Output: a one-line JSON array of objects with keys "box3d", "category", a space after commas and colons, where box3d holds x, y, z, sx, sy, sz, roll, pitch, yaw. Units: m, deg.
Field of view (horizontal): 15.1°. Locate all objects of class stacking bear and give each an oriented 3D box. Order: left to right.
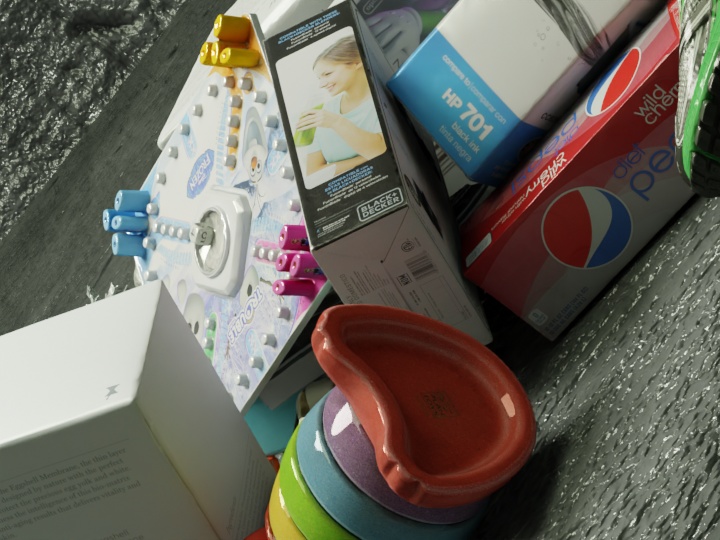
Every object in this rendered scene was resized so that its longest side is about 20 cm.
[{"box3d": [-0.003, 0.127, 1.410, 0.200, 0.114, 0.122, -55, 52, 36], "category": "stacking bear"}]

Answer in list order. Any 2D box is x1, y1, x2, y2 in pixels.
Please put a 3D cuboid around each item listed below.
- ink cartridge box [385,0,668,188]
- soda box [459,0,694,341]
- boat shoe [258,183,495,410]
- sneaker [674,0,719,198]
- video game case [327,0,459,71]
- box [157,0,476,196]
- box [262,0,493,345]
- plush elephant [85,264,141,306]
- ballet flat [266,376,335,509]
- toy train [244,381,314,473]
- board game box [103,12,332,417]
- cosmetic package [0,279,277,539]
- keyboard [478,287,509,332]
[{"box3d": [0.132, -0.141, 1.532, 0.200, 0.086, 0.146, -47, -24, 18], "category": "ink cartridge box"}, {"box3d": [0.142, -0.060, 1.468, 0.200, 0.070, 0.063, -48, 17, 21], "category": "soda box"}, {"box3d": [0.000, 0.000, 1.617, 0.200, 0.068, 0.072, -38, 4, 21], "category": "boat shoe"}, {"box3d": [0.192, -0.135, 1.361, 0.085, 0.078, 0.201, 16, 96, 59], "category": "sneaker"}, {"box3d": [0.103, -0.163, 1.617, 0.200, 0.182, 0.023, -48, 21, 17], "category": "video game case"}, {"box3d": [0.013, -0.123, 1.773, 0.200, 0.199, 0.171, -43, 16, 34], "category": "box"}, {"box3d": [0.008, -0.047, 1.521, 0.060, 0.117, 0.200, -25, 40, 10], "category": "box"}, {"box3d": [-0.119, 0.069, 1.869, 0.165, 0.155, 0.200, 49, 145, 38], "category": "plush elephant"}, {"box3d": [-0.014, 0.098, 1.583, 0.067, 0.064, 0.200, -16, 28, 16], "category": "ballet flat"}, {"box3d": [-0.046, 0.033, 1.709, 0.200, 0.150, 0.056, -57, -2, -1], "category": "toy train"}, {"box3d": [-0.089, -0.017, 1.611, 0.200, 0.026, 0.200, -55, 42, 41], "category": "board game box"}, {"box3d": [-0.162, 0.140, 1.535, 0.199, 0.200, 0.123, -19, 32, 16], "category": "cosmetic package"}, {"box3d": [0.058, 0.024, 1.604, 0.104, 0.040, 0.200, -38, 9, 36], "category": "keyboard"}]
